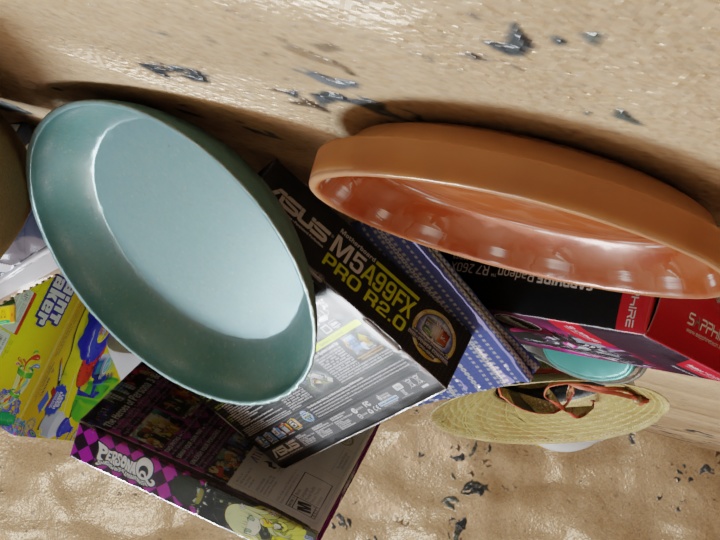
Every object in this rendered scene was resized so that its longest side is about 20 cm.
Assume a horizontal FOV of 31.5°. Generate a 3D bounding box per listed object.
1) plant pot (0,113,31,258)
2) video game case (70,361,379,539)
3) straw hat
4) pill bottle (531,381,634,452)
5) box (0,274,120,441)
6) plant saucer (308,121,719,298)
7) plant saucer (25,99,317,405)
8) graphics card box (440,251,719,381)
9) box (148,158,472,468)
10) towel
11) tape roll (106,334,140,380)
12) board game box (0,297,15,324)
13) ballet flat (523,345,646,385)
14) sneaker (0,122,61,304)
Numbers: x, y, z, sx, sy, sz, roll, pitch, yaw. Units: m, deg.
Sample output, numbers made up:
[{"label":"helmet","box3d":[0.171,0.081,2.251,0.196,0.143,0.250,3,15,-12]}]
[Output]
[{"label":"plant pot","box3d":[-0.262,-0.046,0.682,0.184,0.189,0.200,14,-172,10]},{"label":"video game case","box3d":[-0.088,0.117,0.932,0.179,0.036,0.200,24,-158,5]},{"label":"straw hat","box3d":[0.151,0.076,1.023,0.198,0.086,0.201,0,160,0]},{"label":"pill bottle","box3d":[0.178,0.111,1.198,0.111,0.114,0.200,16,174,-13]},{"label":"box","box3d":[-0.279,0.043,1.199,0.121,0.202,0.193,26,178,17]},{"label":"plant saucer","box3d":[0.075,-0.028,0.583,0.197,0.033,0.200,14,175,1]},{"label":"plant saucer","box3d":[-0.098,-0.014,0.704,0.198,0.036,0.202,24,138,23]},{"label":"graphics card box","box3d":[0.129,0.020,0.788,0.198,0.052,0.125,10,171,44]},{"label":"box","box3d":[-0.050,0.036,0.791,0.160,0.044,0.200,41,142,-11]},{"label":"towel","box3d":[0.001,0.032,0.806,0.199,0.024,0.145,-18,122,46]},{"label":"tape roll","box3d":[-0.123,0.056,1.138,0.198,0.067,0.201,-19,-163,6]},{"label":"board game box","box3d":[-0.352,-0.028,1.048,0.094,0.030,0.201,-9,-135,-25]},{"label":"ballet flat","box3d":[0.140,0.034,0.919,0.063,0.068,0.199,-16,-164,-37]},{"label":"sneaker","box3d":[-0.273,-0.025,0.852,0.109,0.198,0.070,55,-164,-27]}]
